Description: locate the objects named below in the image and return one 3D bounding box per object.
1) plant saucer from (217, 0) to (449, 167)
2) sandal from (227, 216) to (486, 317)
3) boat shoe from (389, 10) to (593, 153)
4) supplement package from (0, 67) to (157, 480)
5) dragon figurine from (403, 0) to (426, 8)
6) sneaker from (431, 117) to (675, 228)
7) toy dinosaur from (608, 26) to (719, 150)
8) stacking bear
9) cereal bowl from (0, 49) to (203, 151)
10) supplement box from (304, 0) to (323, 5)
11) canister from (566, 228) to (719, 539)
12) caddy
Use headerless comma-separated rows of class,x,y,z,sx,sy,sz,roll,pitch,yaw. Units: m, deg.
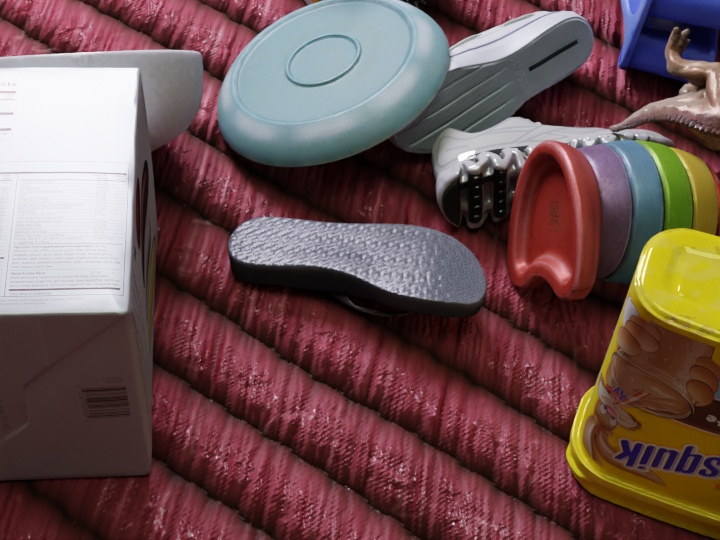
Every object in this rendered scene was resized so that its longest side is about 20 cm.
plant saucer,-0.027,-0.162,1.070,0.199,0.027,0.201,-12,45,12
sandal,0.000,-0.001,0.988,0.199,0.043,0.076,11,45,17
boat shoe,0.099,-0.157,1.100,0.199,0.074,0.067,-26,28,-17
supplement package,-0.212,0.004,0.870,0.146,0.192,0.201,-1,53,-5
dragon figurine,0.043,-0.304,1.179,0.059,0.100,0.200,-21,57,-19
sneaker,0.151,-0.091,1.045,0.199,0.075,0.081,-5,42,-10
toy dinosaur,0.293,-0.112,0.975,0.199,0.086,0.136,-6,51,-7
stacking bear,0.225,-0.038,0.983,0.199,0.121,0.114,0,95,-18
cereal bowl,-0.214,-0.118,0.992,0.199,0.200,0.084,-3,96,-6
supplement box,-0.049,-0.340,1.185,0.073,0.126,0.200,-21,58,-18
canister,0.221,0.076,0.836,0.148,0.201,0.087,18,53,11
caddy,0.272,-0.253,1.129,0.104,0.142,0.201,18,53,7
